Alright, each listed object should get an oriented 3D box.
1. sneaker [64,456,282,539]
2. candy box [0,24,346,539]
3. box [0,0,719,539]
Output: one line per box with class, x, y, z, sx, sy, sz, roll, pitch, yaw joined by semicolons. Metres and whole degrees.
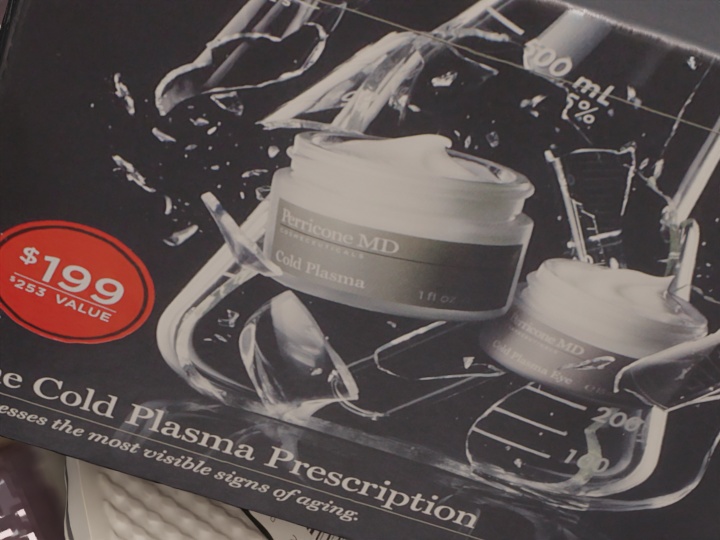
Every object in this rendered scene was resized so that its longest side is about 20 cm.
sneaker;-0.046;0.090;0.822;0.078;0.080;0.201;6;43;-1
candy box;0.000;0.000;0.826;0.136;0.061;0.200;-25;63;-42
box;0.014;-0.032;0.686;0.199;0.183;0.104;17;45;-8
